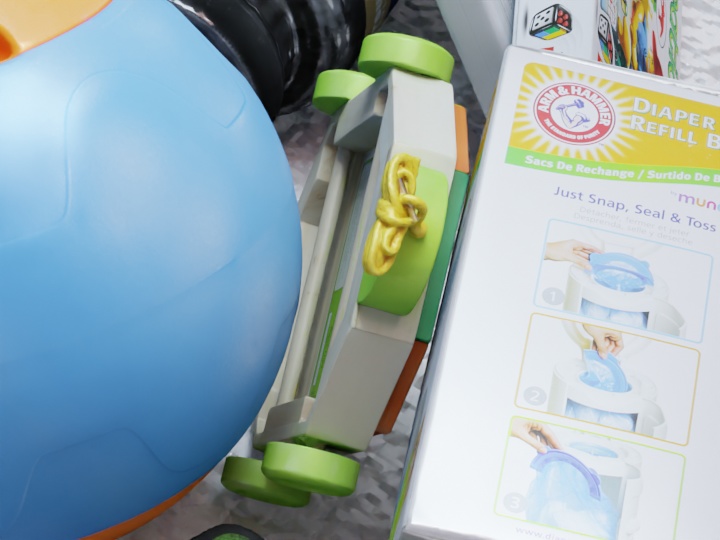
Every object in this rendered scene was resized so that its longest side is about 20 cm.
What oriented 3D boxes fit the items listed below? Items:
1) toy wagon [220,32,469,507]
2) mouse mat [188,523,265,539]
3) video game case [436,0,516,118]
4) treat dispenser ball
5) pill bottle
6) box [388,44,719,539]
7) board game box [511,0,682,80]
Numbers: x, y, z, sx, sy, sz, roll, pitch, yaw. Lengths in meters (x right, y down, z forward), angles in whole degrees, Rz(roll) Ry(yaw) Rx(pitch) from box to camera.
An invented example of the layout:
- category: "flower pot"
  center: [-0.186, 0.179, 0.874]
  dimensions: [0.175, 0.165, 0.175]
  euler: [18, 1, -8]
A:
- category: "toy wagon"
  center: [0.000, 0.000, 0.939]
  dimensions: [0.040, 0.200, 0.155]
  euler: [15, 80, -12]
- category: "mouse mat"
  center: [-0.046, 0.164, 0.817]
  dimensions: [0.161, 0.008, 0.200]
  euler: [49, 39, 13]
- category: "video game case"
  center: [0.057, -0.145, 1.096]
  dimensions: [0.023, 0.200, 0.182]
  euler: [-8, 46, 19]
- category: "treat dispenser ball"
  center: [-0.119, -0.005, 0.903]
  dimensions: [0.201, 0.201, 0.201]
  euler: [9, 50, -11]
- category: "pill bottle"
  center: [-0.034, -0.132, 1.096]
  dimensions: [0.112, 0.112, 0.200]
  euler: [28, 49, 5]
- category: "box"
  center: [0.071, 0.042, 0.896]
  dimensions: [0.101, 0.113, 0.200]
  euler: [13, 52, 1]
- category: "board game box"
  center: [0.097, -0.112, 1.109]
  dimensions: [0.035, 0.126, 0.200]
  euler: [-7, 52, 18]
